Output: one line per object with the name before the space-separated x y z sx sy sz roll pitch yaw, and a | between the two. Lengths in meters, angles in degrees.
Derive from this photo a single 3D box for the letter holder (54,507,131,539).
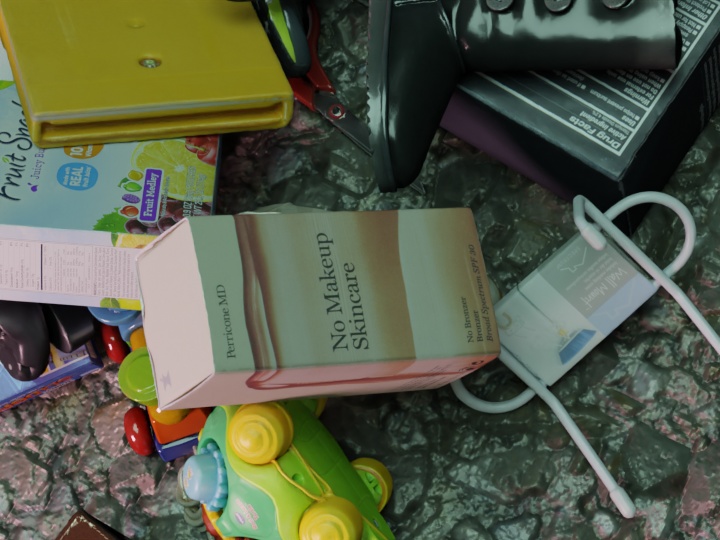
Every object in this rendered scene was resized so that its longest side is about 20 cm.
letter holder | -0.137 0.276 1.418 0.200 0.101 0.142 35 83 21

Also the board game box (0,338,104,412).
board game box | -0.279 0.002 1.555 0.135 0.034 0.201 -23 79 6

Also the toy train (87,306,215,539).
toy train | -0.127 0.088 1.471 0.084 0.116 0.201 -19 68 5

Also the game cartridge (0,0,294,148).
game cartridge | -0.154 -0.156 1.506 0.175 0.033 0.200 -6 37 -15

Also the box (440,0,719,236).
box | 0.149 -0.165 1.498 0.200 0.123 0.199 32 79 19

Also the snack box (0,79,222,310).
snack box | -0.193 -0.052 1.443 0.199 0.068 0.169 3 36 -3

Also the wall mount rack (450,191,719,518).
wall mount rack | 0.157 0.053 1.431 0.174 0.075 0.200 42 109 -15

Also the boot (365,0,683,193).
boot | 0.105 -0.132 1.403 0.199 0.066 0.166 -1 74 6

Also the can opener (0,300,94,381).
can opener | -0.268 -0.009 1.515 0.200 0.079 0.063 49 131 15

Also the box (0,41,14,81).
box | -0.206 -0.130 1.610 0.199 0.036 0.145 -9 69 7

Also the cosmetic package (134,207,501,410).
cosmetic package | -0.026 0.022 1.348 0.199 0.087 0.104 -4 75 -30

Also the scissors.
scissors | -0.029 -0.116 1.580 0.073 0.014 0.200 -30 69 -2

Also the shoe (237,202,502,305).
shoe | 0.000 0.000 1.509 0.199 0.053 0.070 17 75 17

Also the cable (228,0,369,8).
cable | -0.030 -0.211 1.540 0.200 0.098 0.050 -25 20 -33

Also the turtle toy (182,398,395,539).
turtle toy | -0.042 0.158 1.422 0.101 0.146 0.200 -35 90 14

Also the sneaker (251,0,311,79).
sneaker | -0.046 -0.227 1.584 0.081 0.074 0.201 -1 64 -10
